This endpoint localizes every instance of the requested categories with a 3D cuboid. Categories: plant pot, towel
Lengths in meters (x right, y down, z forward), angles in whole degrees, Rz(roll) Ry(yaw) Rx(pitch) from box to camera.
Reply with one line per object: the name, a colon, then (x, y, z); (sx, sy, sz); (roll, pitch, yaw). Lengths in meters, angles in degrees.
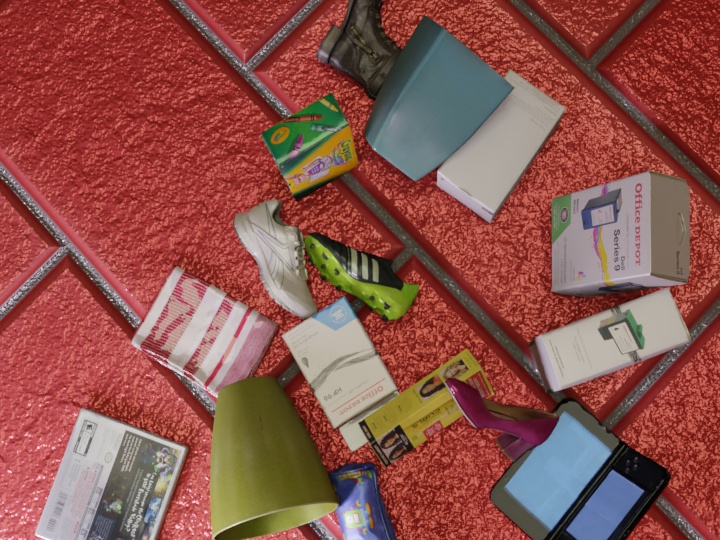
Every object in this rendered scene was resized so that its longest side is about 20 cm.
plant pot: (0.103, -0.249, 1.446); (0.140, 0.142, 0.201); (33, 103, -20)
towel: (-0.243, 0.099, 1.488); (0.198, 0.023, 0.146); (29, 83, 7)
plant pot: (-0.142, 0.264, 1.388); (0.183, 0.188, 0.204); (-15, 69, 1)

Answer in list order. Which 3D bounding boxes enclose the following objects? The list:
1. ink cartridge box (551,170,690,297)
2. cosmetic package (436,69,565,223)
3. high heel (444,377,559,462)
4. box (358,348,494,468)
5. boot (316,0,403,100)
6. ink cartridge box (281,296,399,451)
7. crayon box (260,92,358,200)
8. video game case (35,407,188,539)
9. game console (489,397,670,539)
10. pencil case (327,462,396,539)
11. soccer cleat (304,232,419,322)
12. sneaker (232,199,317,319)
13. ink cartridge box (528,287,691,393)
ink cartridge box: (0.370, -0.047, 1.379); (0.086, 0.199, 0.149); (8, 79, -32)
cosmetic package: (0.215, -0.190, 1.477); (0.112, 0.081, 0.201); (37, 86, 8)
high heel: (0.203, 0.192, 1.381); (0.096, 0.068, 0.200); (-42, 125, 7)
box: (0.098, 0.205, 1.419); (0.198, 0.076, 0.050); (-33, 43, -4)
boot: (0.042, -0.360, 1.529); (0.173, 0.069, 0.202); (33, 88, 2)
ink cartridge box: (-0.019, 0.157, 1.441); (0.115, 0.068, 0.202); (-31, 81, -2)
crayon box: (-0.071, -0.180, 1.431); (0.117, 0.200, 0.059); (-30, 79, -2)
video game case: (-0.377, 0.335, 1.459); (0.178, 0.023, 0.204); (18, 82, 6)
game console: (0.311, 0.312, 1.377); (0.118, 0.172, 0.201); (41, 85, -18)
pencil case: (0.013, 0.380, 1.398); (0.086, 0.078, 0.204); (-22, 79, 29)
soccer cleat: (0.000, 0.000, 1.473); (0.199, 0.068, 0.081); (36, 53, 17)
sneaker: (-0.118, -0.019, 1.466); (0.086, 0.074, 0.202); (-32, 82, 10)
ink cartridge box: (0.356, 0.105, 1.389); (0.196, 0.146, 0.086); (-20, 80, -1)
